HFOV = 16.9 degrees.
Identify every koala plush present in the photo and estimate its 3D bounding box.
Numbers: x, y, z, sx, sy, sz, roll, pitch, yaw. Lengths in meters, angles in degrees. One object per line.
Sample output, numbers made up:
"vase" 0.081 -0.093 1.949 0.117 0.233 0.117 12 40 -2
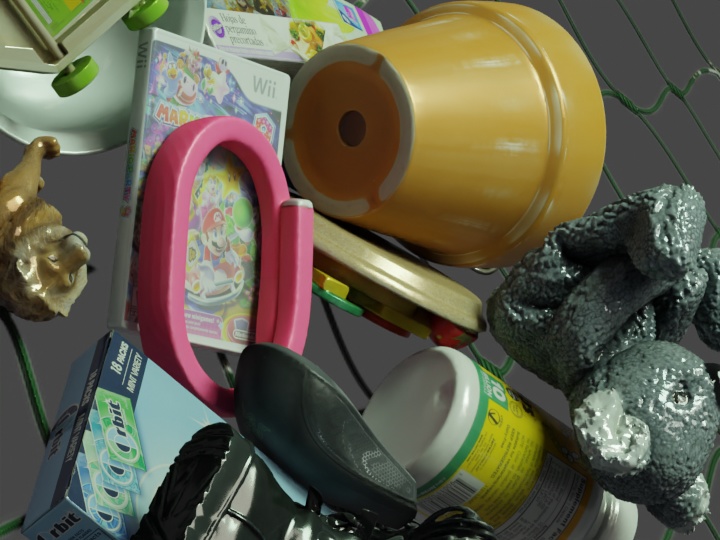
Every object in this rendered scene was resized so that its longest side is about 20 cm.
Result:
"koala plush" 0.189 0.078 1.693 0.177 0.184 0.200 42 32 -56

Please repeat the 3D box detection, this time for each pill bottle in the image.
"pill bottle" 0.103 0.147 1.734 0.200 0.113 0.113 35 30 -30

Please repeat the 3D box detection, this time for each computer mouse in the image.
"computer mouse" -0.015 0.130 1.570 0.200 0.138 0.053 48 62 -17

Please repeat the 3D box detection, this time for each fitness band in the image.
"fitness band" -0.088 -0.003 1.606 0.144 0.037 0.200 13 76 -53

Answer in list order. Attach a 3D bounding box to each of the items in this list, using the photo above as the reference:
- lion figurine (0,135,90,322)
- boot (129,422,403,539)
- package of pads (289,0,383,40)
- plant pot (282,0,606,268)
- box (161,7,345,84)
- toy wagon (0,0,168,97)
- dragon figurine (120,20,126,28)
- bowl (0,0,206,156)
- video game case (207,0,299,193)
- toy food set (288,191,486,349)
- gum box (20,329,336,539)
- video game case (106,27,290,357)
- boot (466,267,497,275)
"lion figurine" -0.250 -0.053 1.488 0.200 0.072 0.123 30 44 -12
"boot" -0.065 0.201 1.369 0.162 0.073 0.198 44 60 -25
"package of pads" -0.028 -0.146 1.954 0.154 0.068 0.200 23 37 -45
"plant pot" 0.047 -0.099 1.767 0.183 0.200 0.200 -3 58 -52
"box" -0.072 -0.160 1.755 0.200 0.041 0.039 -4 68 -60
"toy wagon" -0.187 -0.216 1.565 0.200 0.040 0.155 -46 116 -24
"dragon figurine" -0.209 -0.241 1.747 0.059 0.099 0.200 4 53 -57
"bowl" -0.210 -0.178 1.628 0.201 0.090 0.201 -3 95 -35
"video game case" -0.091 -0.164 1.791 0.143 0.018 0.200 29 41 -46
"toy food set" 0.000 0.000 1.754 0.198 0.049 0.200 27 5 -32
"gum box" -0.103 0.154 1.469 0.200 0.045 0.170 42 28 -20
"video game case" -0.107 -0.049 1.633 0.143 0.018 0.200 15 78 -51
"boot" 0.077 -0.094 2.001 0.146 0.070 0.200 -100 166 -71
